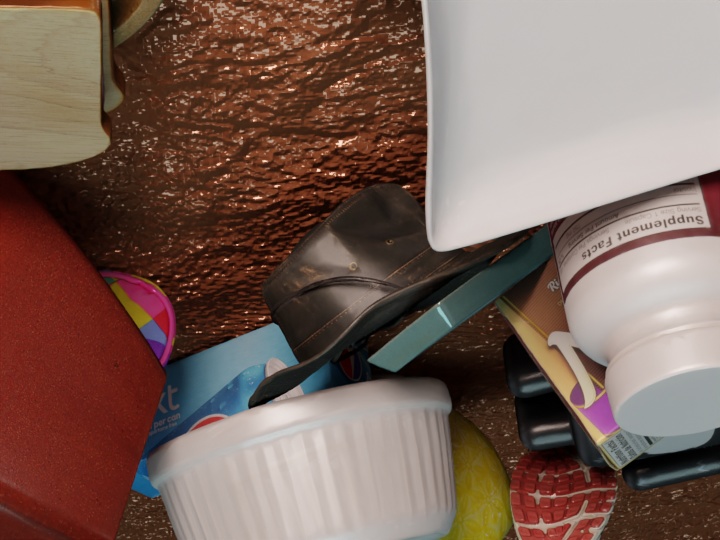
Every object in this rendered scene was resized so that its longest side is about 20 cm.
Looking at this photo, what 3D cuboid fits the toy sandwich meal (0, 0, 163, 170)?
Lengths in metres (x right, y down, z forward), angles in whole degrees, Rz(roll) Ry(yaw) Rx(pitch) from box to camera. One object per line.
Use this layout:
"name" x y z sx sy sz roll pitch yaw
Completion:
"toy sandwich meal" -0.174 -0.124 0.705 0.203 0.071 0.206 -6 150 -3

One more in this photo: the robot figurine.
"robot figurine" 0.200 0.066 1.072 0.198 0.126 0.151 -12 150 7

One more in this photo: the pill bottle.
"pill bottle" 0.158 -0.019 0.837 0.112 0.202 0.113 -6 151 -3

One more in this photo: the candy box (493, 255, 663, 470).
"candy box" 0.191 0.008 0.911 0.199 0.117 0.056 -37 147 4

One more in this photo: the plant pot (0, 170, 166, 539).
"plant pot" -0.227 0.084 0.874 0.176 0.201 0.199 37 132 -24

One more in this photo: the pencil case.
"pencil case" -0.191 0.078 1.040 0.087 0.089 0.200 7 148 -25

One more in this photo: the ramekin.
"ramekin" -0.029 0.141 0.988 0.200 0.095 0.203 -15 167 -3

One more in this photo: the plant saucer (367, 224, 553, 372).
"plant saucer" 0.081 0.005 0.927 0.070 0.019 0.199 -42 173 40

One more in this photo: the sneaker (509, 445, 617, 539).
"sneaker" 0.155 0.169 1.161 0.077 0.200 0.083 0 114 12

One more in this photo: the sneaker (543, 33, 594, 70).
"sneaker" 0.073 -0.153 0.709 0.198 0.079 0.085 16 142 -35

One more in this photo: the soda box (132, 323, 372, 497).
"soda box" -0.090 0.096 1.109 0.198 0.068 0.064 -22 148 24

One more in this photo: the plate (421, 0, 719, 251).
"plate" 0.115 -0.114 0.702 0.198 0.032 0.201 -17 134 -12

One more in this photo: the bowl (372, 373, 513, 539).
"bowl" 0.012 0.142 1.151 0.198 0.200 0.109 -9 108 3

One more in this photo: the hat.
"hat" 0.000 0.000 0.933 0.199 0.081 0.201 -32 174 -4
